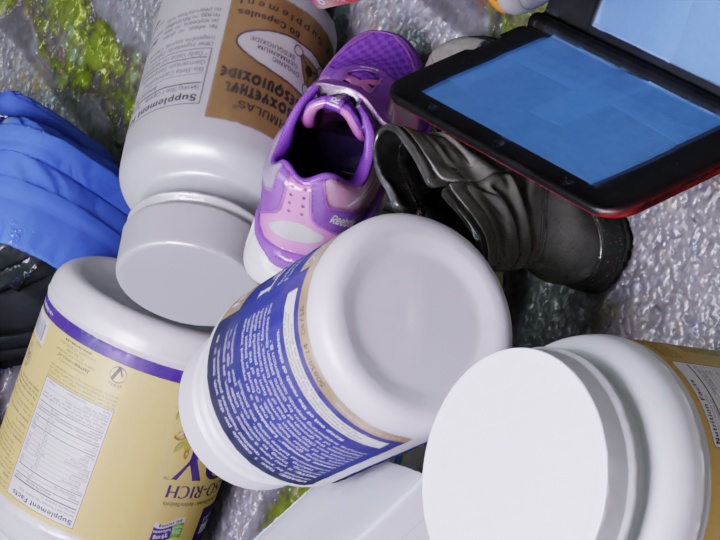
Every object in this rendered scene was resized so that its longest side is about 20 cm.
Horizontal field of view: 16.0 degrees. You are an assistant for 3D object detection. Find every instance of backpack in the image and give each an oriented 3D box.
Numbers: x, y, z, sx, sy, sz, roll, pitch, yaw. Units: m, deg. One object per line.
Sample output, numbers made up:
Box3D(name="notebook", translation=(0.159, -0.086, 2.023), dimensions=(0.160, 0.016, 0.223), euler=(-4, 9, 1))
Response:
Box3D(name="backpack", translation=(-0.241, -0.034, 1.730), dimensions=(0.199, 0.162, 0.169), euler=(-11, 59, 49))

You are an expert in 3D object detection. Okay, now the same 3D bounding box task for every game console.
Box3D(name="game console", translation=(0.136, -0.132, 1.351), dimensions=(0.200, 0.118, 0.173), euler=(33, 108, 46))

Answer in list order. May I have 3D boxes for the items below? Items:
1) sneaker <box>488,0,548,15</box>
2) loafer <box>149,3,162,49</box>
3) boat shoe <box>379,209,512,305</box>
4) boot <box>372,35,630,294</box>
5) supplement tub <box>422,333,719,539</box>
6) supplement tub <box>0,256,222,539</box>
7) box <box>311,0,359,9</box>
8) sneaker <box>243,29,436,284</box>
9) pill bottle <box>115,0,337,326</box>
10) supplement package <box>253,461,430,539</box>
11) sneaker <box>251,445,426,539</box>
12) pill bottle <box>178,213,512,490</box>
Box3D(name="sneaker", translation=(0.148, -0.202, 1.338), dimensions=(0.200, 0.076, 0.092), euler=(-45, 52, 1))
Box3D(name="loafer", translation=(-0.110, -0.088, 1.660), dimensions=(0.070, 0.070, 0.201), euler=(130, 142, -53))
Box3D(name="boat shoe", translation=(0.000, 0.000, 1.509), dimensions=(0.199, 0.074, 0.076), euler=(-1, 93, 49))
Box3D(name="boot", translation=(0.058, -0.069, 1.418), dimensions=(0.068, 0.130, 0.200), euler=(-55, 47, 28))
Box3D(name="supplement tub", translation=(0.142, 0.107, 1.240), dimensions=(0.144, 0.199, 0.145), euler=(-11, 76, 47))
Box3D(name="supplement tub", translation=(-0.154, 0.107, 1.619), dimensions=(0.145, 0.145, 0.201), euler=(35, 110, 46))
Box3D(name="box", translation=(0.028, -0.227, 1.465), dimensions=(0.200, 0.095, 0.100), euler=(-5, 46, 53))
Box3D(name="sneaker", translation=(-0.008, -0.079, 1.464), dimensions=(0.080, 0.201, 0.089), euler=(12, 136, 13))
Box3D(name="pill bottle", translation=(-0.084, -0.074, 1.549), dimensions=(0.114, 0.114, 0.201), euler=(-26, 43, 43))
Box3D(name="supplement package", translation=(-0.025, 0.206, 1.369), dimensions=(0.200, 0.111, 0.156), euler=(-42, 10, -10))
Box3D(name="sneaker", translation=(-0.011, 0.150, 1.479), dimensions=(0.076, 0.105, 0.201), euler=(18, 97, 48))
Box3D(name="pill bottle", translation=(-0.015, 0.051, 1.355), dimensions=(0.200, 0.115, 0.116), euler=(-31, 60, 57))
